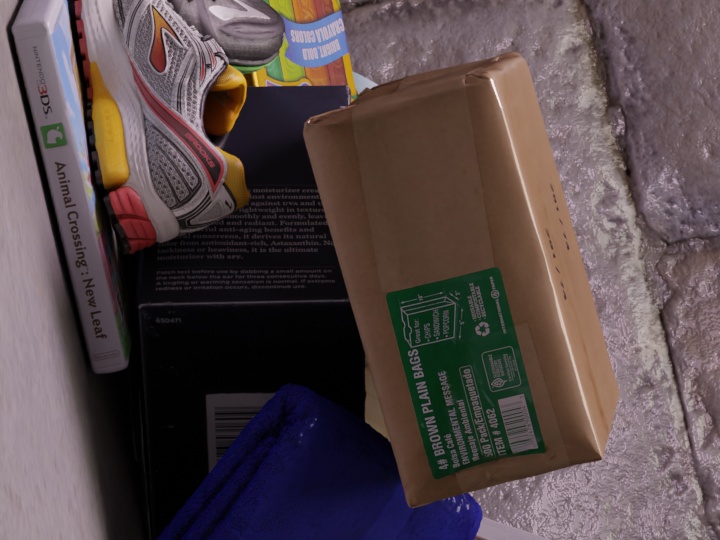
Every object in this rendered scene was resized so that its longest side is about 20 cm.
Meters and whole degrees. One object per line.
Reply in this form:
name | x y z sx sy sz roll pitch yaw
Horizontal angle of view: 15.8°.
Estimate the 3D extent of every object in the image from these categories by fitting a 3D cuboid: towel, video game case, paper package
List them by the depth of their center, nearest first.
paper package | 0.054 -0.001 1.320 0.191 0.103 0.201 -40 115 -79
towel | -0.029 0.145 1.334 0.050 0.148 0.200 33 -4 35
video game case | -0.146 -0.061 1.368 0.200 0.022 0.183 -99 178 -74

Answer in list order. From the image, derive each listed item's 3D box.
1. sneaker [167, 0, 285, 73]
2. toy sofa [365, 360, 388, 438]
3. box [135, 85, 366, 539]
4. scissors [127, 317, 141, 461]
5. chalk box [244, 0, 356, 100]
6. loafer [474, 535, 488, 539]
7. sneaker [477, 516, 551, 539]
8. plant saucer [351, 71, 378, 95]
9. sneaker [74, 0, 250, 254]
sneaker | -0.105 -0.183 1.446 0.200 0.084 0.077 43 25 -32
toy sofa | 0.000 0.000 1.644 0.083 0.097 0.200 38 23 -51
box | -0.060 0.034 1.436 0.199 0.123 0.200 -92 -178 -53
scissors | -0.133 0.030 1.481 0.200 0.014 0.073 -96 -179 -63
chalk box | -0.083 -0.109 1.599 0.125 0.124 0.201 -16 95 -61
loafer | -0.007 0.175 1.460 0.071 0.199 0.073 118 -39 -73
sneaker | 0.068 0.214 1.631 0.073 0.200 0.112 -7 116 -53
plant saucer | 0.034 -0.044 1.694 0.201 0.039 0.201 160 -90 -85
sneaker | -0.101 -0.097 1.355 0.078 0.082 0.200 79 -1 -57
